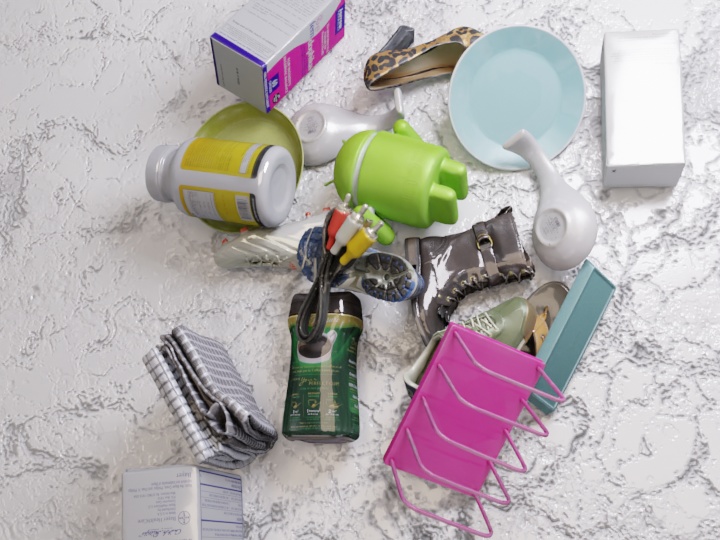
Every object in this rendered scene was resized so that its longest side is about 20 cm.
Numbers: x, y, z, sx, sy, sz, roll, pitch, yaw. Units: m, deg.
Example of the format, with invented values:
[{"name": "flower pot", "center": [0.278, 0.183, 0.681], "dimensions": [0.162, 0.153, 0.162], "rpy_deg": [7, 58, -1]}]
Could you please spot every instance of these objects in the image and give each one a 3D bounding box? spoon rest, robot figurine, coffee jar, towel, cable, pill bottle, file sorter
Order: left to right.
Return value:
[{"name": "towel", "center": [-0.190, 0.166, 1.195], "dimensions": [0.085, 0.200, 0.167], "rpy_deg": [-33, 72, -2]}, {"name": "pill bottle", "center": [-0.198, -0.128, 1.288], "dimensions": [0.197, 0.112, 0.114], "rpy_deg": [9, 76, 20]}, {"name": "coffee jar", "center": [-0.049, 0.129, 1.240], "dimensions": [0.102, 0.085, 0.204], "rpy_deg": [-2, 74, 17]}, {"name": "cable", "center": [-0.046, -0.006, 1.184], "dimensions": [0.097, 0.050, 0.201], "rpy_deg": [42, 104, 35]}, {"name": "spoon rest", "center": [-0.022, -0.215, 1.357], "dimensions": [0.197, 0.061, 0.101], "rpy_deg": [-12, 71, 21]}, {"name": "robot figurine", "center": [0.050, -0.129, 1.275], "dimensions": [0.197, 0.116, 0.178], "rpy_deg": [16, 66, 18]}, {"name": "file sorter", "center": [0.138, 0.196, 1.106], "dimensions": [0.137, 0.126, 0.202], "rpy_deg": [22, 103, -14]}, {"name": "spoon rest", "center": [0.259, -0.096, 1.243], "dimensions": [0.099, 0.060, 0.203], "rpy_deg": [-37, 61, 36]}]

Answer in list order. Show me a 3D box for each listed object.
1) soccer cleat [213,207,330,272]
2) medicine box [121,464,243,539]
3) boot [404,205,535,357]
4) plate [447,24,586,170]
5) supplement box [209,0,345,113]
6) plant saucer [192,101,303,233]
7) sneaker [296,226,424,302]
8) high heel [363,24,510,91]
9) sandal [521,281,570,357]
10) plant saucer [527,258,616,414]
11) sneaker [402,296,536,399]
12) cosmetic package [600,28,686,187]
[{"name": "soccer cleat", "center": [-0.114, -0.029, 1.309], "dimensions": [0.197, 0.069, 0.079], "rpy_deg": [-16, 75, 2]}, {"name": "medicine box", "center": [-0.220, 0.357, 1.154], "dimensions": [0.101, 0.182, 0.204], "rpy_deg": [-6, 72, 9]}, {"name": "boot", "center": [0.153, 0.017, 1.245], "dimensions": [0.171, 0.069, 0.204], "rpy_deg": [-10, 70, 8]}, {"name": "plate", "center": [0.220, -0.244, 1.296], "dimensions": [0.196, 0.026, 0.204], "rpy_deg": [0, 104, -1]}, {"name": "supplement box", "center": [-0.118, -0.348, 1.354], "dimensions": [0.102, 0.102, 0.201], "rpy_deg": [31, 64, 16]}, {"name": "plant saucer", "center": [-0.171, -0.150, 1.360], "dimensions": [0.196, 0.031, 0.204], "rpy_deg": [-4, 76, 18]}, {"name": "sneaker", "center": [0.000, 0.000, 1.234], "dimensions": [0.198, 0.085, 0.078], "rpy_deg": [23, 94, 32]}, {"name": "high heel", "center": [0.107, -0.289, 1.317], "dimensions": [0.197, 0.072, 0.143], "rpy_deg": [16, 52, 26]}, {"name": "sandal", "center": [0.213, 0.097, 1.218], "dimensions": [0.199, 0.055, 0.082], "rpy_deg": [-42, 72, -3]}, {"name": "plant saucer", "center": [0.277, 0.089, 1.204], "dimensions": [0.019, 0.070, 0.202], "rpy_deg": [16, 74, 56]}, {"name": "sneaker", "center": [0.136, 0.101, 1.175], "dimensions": [0.200, 0.090, 0.067], "rpy_deg": [-45, 42, 6]}, {"name": "cosmetic package", "center": [0.387, -0.223, 1.263], "dimensions": [0.106, 0.085, 0.204], "rpy_deg": [1, 75, 11]}]
